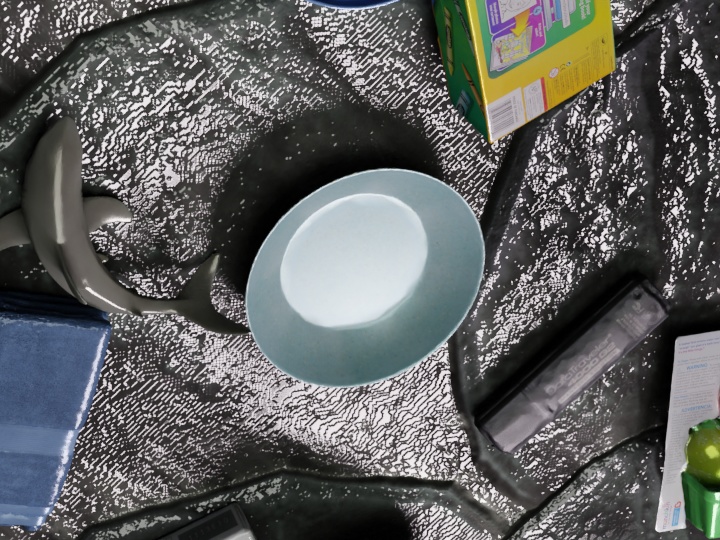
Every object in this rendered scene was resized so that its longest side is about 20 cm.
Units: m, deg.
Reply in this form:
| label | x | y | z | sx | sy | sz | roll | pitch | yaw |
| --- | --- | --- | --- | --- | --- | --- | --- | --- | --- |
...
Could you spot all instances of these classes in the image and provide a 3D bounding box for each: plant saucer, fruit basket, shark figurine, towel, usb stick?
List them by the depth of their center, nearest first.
| label | x | y | z | sx | sy | sz | roll | pitch | yaw |
| --- | --- | --- | --- | --- | --- | --- | --- | --- | --- |
| shark figurine | -0.188 | 0.004 | 1.248 | 0.128 | 0.090 | 0.215 | -39 | 126 | 6 |
| towel | -0.265 | 0.107 | 1.305 | 0.111 | 0.049 | 0.201 | 9 | 118 | -28 |
| plant saucer | 0.000 | 0.000 | 1.354 | 0.200 | 0.039 | 0.202 | -11 | 125 | -16 |
| usb stick | 0.183 | 0.083 | 1.489 | 0.200 | 0.033 | 0.055 | -43 | 120 | 8 |
| fruit basket | 0.358 | 0.139 | 1.580 | 0.185 | 0.094 | 0.201 | -7 | 108 | -19 |

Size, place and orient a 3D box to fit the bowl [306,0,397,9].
| label | x | y | z | sx | sy | sz | roll | pitch | yaw |
| --- | --- | --- | --- | --- | --- | --- | --- | --- | --- |
| bowl | 0.000 | -0.279 | 1.172 | 0.200 | 0.039 | 0.201 | -11 | 124 | -16 |

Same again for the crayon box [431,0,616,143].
| label | x | y | z | sx | sy | sz | roll | pitch | yaw |
| --- | --- | --- | --- | --- | --- | --- | --- | --- | --- |
| crayon box | 0.114 | -0.200 | 1.225 | 0.119 | 0.058 | 0.200 | -31 | 141 | -12 |

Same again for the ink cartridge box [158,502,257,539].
| label | x | y | z | sx | sy | sz | roll | pitch | yaw |
| --- | --- | --- | --- | --- | --- | --- | --- | --- | --- |
| ink cartridge box | -0.162 | 0.313 | 1.485 | 0.199 | 0.044 | 0.174 | -26 | 128 | -6 |
